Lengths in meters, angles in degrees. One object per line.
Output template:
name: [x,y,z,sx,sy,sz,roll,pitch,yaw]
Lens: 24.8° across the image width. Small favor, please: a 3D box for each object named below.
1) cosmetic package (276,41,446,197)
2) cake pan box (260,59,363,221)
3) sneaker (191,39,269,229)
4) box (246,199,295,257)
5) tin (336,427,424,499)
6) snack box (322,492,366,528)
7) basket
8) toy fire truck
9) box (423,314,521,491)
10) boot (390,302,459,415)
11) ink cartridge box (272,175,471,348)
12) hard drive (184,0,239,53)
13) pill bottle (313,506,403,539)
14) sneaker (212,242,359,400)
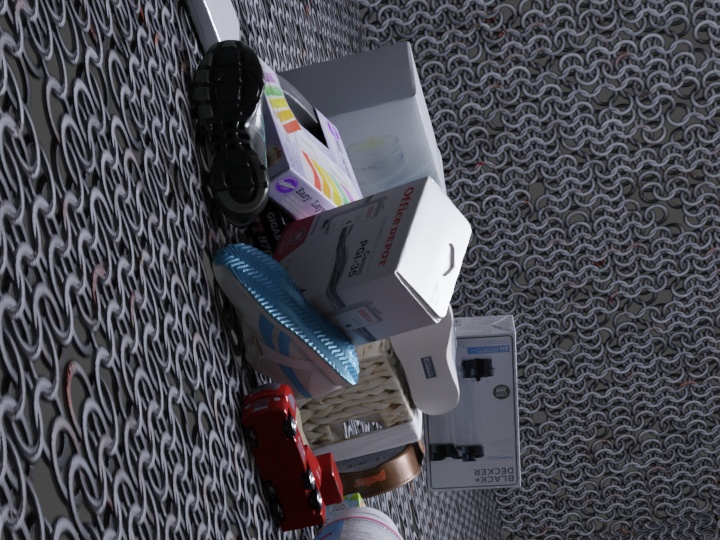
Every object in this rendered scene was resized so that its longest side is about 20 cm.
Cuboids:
cosmetic package: [-0.007,-0.161,2.093,0.123,0.199,0.200,-95,169,-48]
cake pan box: [-0.070,-0.130,1.837,0.184,0.052,0.200,42,22,-46]
sneaker: [-0.132,-0.137,1.668,0.079,0.075,0.201,98,-11,-71]
box: [-0.086,-0.043,1.885,0.200,0.046,0.159,-88,162,-64]
tin: [0.019,0.228,1.971,0.200,0.112,0.042,-63,139,-80]
snack box: [0.006,0.362,1.875,0.200,0.053,0.143,67,12,-56]
basket: [-0.010,0.106,1.877,0.200,0.135,0.124,-90,164,-59]
toy fire truck: [-0.067,0.182,1.637,0.141,0.049,0.201,-90,165,-61]
box: [0.131,0.158,1.938,0.060,0.116,0.201,-89,176,-71]
boot: [0.067,0.061,1.791,0.091,0.072,0.200,-94,177,-47]
ink cartridge box: [0.000,0.000,1.690,0.083,0.199,0.147,48,42,-29]
hard drive: [-0.172,-0.315,1.769,0.132,0.026,0.200,-94,169,-49]
pill bottle: [-0.005,0.311,1.653,0.200,0.108,0.109,-70,146,-78]
sneaker: [-0.087,0.057,1.612,0.200,0.081,0.077,50,30,-29]
